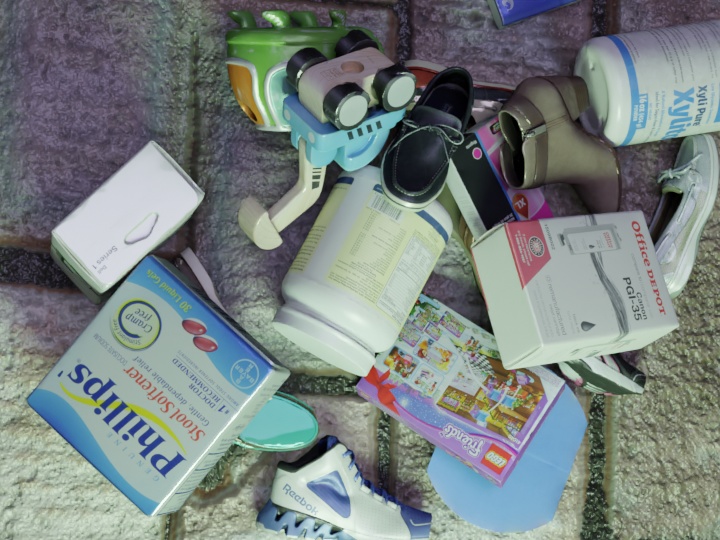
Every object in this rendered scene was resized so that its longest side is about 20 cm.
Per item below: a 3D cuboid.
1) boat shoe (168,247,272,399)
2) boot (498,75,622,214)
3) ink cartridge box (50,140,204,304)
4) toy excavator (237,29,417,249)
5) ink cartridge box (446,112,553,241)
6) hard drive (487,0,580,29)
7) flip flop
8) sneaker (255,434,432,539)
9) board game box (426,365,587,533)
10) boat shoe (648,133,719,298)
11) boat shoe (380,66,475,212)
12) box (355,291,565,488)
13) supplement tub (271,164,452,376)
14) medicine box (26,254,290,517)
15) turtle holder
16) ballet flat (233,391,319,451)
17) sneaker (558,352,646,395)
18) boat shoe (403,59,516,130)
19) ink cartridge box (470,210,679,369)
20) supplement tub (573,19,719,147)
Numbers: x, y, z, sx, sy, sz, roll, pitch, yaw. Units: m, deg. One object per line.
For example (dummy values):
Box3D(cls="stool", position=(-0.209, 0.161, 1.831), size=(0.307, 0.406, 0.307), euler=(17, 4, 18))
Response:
Box3D(cls="boat shoe", position=(-0.163, 0.069, 1.688), size=(0.059, 0.072, 0.201), euler=(-30, 70, -5))
Box3D(cls="boot", position=(0.220, -0.125, 1.748), size=(0.146, 0.070, 0.202), euler=(-31, 109, -39))
Box3D(cls="ink cartridge box", position=(-0.251, -0.047, 1.635), size=(0.146, 0.200, 0.084), euler=(-44, 93, -13))
Box3D(cls="toy excavator", position=(-0.040, -0.132, 1.663), size=(0.193, 0.202, 0.100), euler=(-23, 46, -28))
Box3D(cls="ink cartridge box", position=(0.165, -0.069, 1.756), size=(0.094, 0.037, 0.201), euler=(-35, 107, -28))
Box3D(cls="hard drive", position=(0.235, -0.386, 1.864), size=(0.198, 0.025, 0.133), euler=(-21, 89, -14))
Box3D(cls="flip flop", position=(0.145, -0.040, 1.793), size=(0.080, 0.058, 0.202), euler=(-24, 90, -13))
Box3D(cls="sneaker", position=(-0.011, 0.245, 1.714), size=(0.197, 0.081, 0.117), euler=(9, 90, -10))
Box3D(cls="board game box", position=(0.167, 0.202, 1.779), size=(0.157, 0.039, 0.202), euler=(23, 77, -4))
Box3D(cls="boat shoe", position=(0.374, -0.070, 1.839), size=(0.064, 0.074, 0.204), euler=(18, 88, -14))
Box3D(cls="boat shoe", position=(0.075, -0.146, 1.668), size=(0.074, 0.063, 0.201), euler=(24, 54, 6))
Box3D(cls="box", position=(0.113, 0.133, 1.742), size=(0.199, 0.039, 0.137), euler=(32, 78, 16))
Box3D(cls="supplement tub", position=(0.000, 0.000, 1.713), size=(0.144, 0.145, 0.201), euler=(30, 79, -8))
Box3D(cls="medicine box", position=(-0.206, 0.120, 1.595), size=(0.182, 0.103, 0.200), euler=(40, 90, 8))
Box3D(cls="turtle holder", position=(-0.065, -0.226, 1.741), size=(0.185, 0.140, 0.133), euler=(-10, 102, -48))
Box3D(cls="ballet flat", position=(-0.145, 0.161, 1.703), size=(0.198, 0.070, 0.068), euler=(5, 87, -15))
Box3D(cls="sneaker", position=(0.259, 0.077, 1.781), size=(0.199, 0.080, 0.087), euler=(31, 73, -27))
Box3D(cls="boat shoe", position=(0.135, -0.186, 1.796), size=(0.198, 0.071, 0.063), euler=(16, 70, -8))
Box3D(cls="ink cartridge box", position=(0.238, 0.018, 1.707), size=(0.198, 0.083, 0.148), euler=(-6, 72, -31))
Box3D(cls="supplement tub", position=(0.363, -0.222, 1.821), size=(0.198, 0.132, 0.134), euler=(-10, 86, -12))
